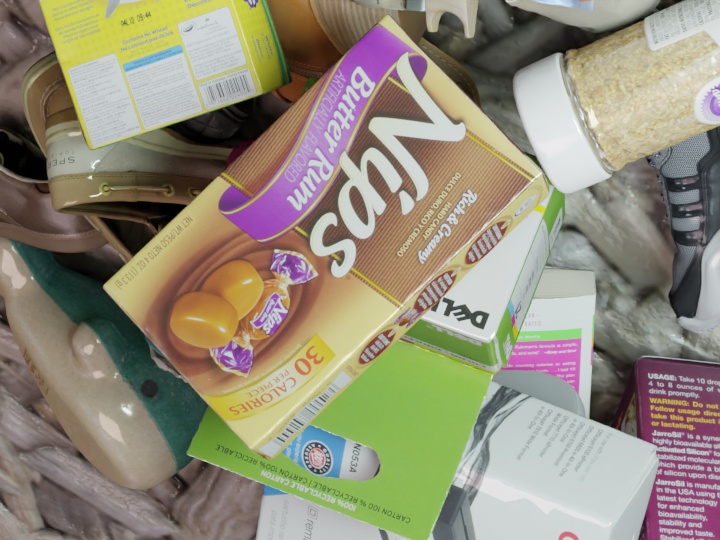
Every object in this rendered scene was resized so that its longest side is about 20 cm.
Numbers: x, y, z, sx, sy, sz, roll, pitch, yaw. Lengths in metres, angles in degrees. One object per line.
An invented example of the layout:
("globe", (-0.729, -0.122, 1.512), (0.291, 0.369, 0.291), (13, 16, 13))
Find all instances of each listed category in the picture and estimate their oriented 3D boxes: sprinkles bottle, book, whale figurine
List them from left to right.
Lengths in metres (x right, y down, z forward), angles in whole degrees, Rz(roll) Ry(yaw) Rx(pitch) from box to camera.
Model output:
("whale figurine", (-0.173, 0.049, 1.603), (0.200, 0.104, 0.159), (54, 164, 6))
("book", (0.077, 0.088, 1.467), (0.133, 0.048, 0.201), (2, 125, 2))
("sprinkles bottle", (0.177, -0.106, 1.167), (0.199, 0.068, 0.068), (-23, 122, 16))

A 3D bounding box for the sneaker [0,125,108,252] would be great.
("sneaker", (-0.248, -0.064, 1.551), (0.199, 0.070, 0.076), (6, 118, 20))

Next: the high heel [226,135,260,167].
("high heel", (0.000, 0.000, 1.380), (0.200, 0.067, 0.096), (57, 158, -18))

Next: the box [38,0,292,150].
("box", (-0.124, -0.178, 1.283), (0.117, 0.048, 0.201), (-15, 98, 24))

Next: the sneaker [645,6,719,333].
("sneaker", (0.172, -0.058, 1.279), (0.113, 0.076, 0.201), (22, 135, 11))

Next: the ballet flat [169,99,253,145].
("ballet flat", (-0.141, -0.144, 1.378), (0.057, 0.067, 0.200), (-31, 116, 24))

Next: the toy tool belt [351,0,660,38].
("toy tool belt", (0.056, -0.177, 1.168), (0.199, 0.123, 0.126), (7, 95, 20))

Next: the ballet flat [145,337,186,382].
("ballet flat", (-0.045, 0.062, 1.537), (0.199, 0.072, 0.072), (10, 138, 12))

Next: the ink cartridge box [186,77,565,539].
("ink cartridge box", (0.006, 0.022, 1.243), (0.147, 0.201, 0.076), (20, 166, 11))

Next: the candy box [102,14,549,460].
("candy box", (-0.016, -0.016, 1.188), (0.117, 0.200, 0.056), (47, -179, 13))

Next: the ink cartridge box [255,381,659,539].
("ink cartridge box", (0.050, 0.138, 1.324), (0.199, 0.084, 0.146), (21, 125, 15))

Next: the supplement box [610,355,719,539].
("supplement box", (0.199, 0.171, 1.391), (0.103, 0.201, 0.131), (6, 142, -6))

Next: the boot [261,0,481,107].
("boot", (-0.018, -0.107, 1.352), (0.154, 0.074, 0.201), (10, 133, 29))

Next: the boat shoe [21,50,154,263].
("boat shoe", (-0.143, -0.052, 1.462), (0.063, 0.073, 0.201), (54, 170, 49))

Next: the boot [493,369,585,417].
("boot", (0.056, 0.126, 1.439), (0.199, 0.074, 0.096), (-15, 134, 23))

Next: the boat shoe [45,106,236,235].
("boat shoe", (-0.102, -0.040, 1.413), (0.199, 0.067, 0.074), (15, 161, -31))
